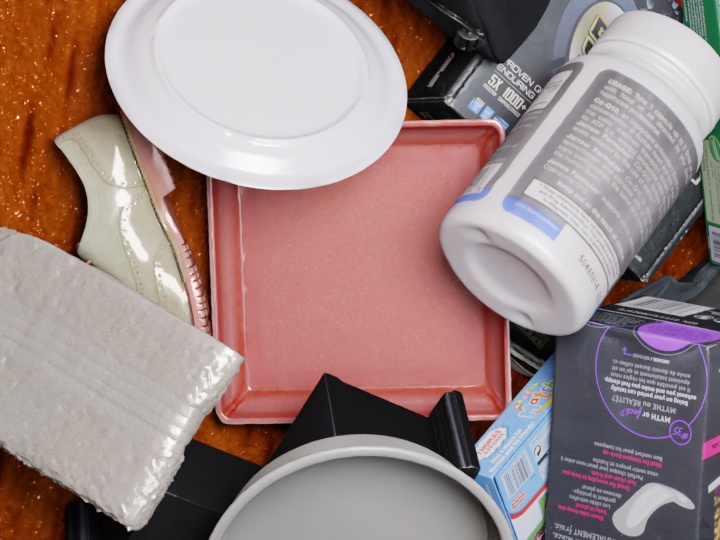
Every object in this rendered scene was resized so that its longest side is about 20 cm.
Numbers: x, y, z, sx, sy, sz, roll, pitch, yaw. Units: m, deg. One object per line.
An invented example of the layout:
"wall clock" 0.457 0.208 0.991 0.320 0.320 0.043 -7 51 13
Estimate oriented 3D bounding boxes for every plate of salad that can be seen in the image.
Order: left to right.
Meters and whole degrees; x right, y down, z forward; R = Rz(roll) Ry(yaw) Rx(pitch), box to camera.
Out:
"plate of salad" -0.069 -0.123 1.593 0.199 0.048 0.201 8 50 -10

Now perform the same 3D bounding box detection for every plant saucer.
"plant saucer" 0.000 0.000 1.636 0.199 0.037 0.201 -1 97 5

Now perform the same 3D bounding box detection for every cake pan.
"cake pan" -0.002 0.185 1.540 0.199 0.037 0.201 -3 120 -4

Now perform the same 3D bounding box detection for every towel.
"towel" -0.182 0.066 1.551 0.200 0.034 0.133 29 87 25

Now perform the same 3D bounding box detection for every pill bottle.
"pill bottle" 0.149 -0.066 1.573 0.114 0.114 0.200 46 66 -16

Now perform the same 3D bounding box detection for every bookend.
"bookend" -0.061 0.144 1.586 0.199 0.092 0.199 23 116 -19

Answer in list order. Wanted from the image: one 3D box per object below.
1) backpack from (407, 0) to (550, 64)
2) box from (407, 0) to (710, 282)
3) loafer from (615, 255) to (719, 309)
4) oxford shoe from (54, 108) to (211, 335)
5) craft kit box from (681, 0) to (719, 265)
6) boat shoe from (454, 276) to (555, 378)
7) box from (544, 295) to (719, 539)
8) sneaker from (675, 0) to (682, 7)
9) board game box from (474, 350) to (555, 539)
"backpack" 0.035 -0.254 1.593 0.154 0.200 0.163 -54 152 -15
"box" 0.160 -0.116 1.692 0.200 0.086 0.164 41 80 -17
"loafer" 0.252 0.027 1.726 0.200 0.073 0.072 -27 79 -25
"oxford shoe" -0.145 -0.007 1.608 0.074 0.071 0.201 -16 90 -5
"craft kit box" 0.320 -0.120 1.684 0.197 0.048 0.201 -19 110 -27
"boat shoe" 0.084 0.003 1.685 0.200 0.064 0.071 40 81 -17
"box" 0.199 0.128 1.599 0.106 0.122 0.201 -10 107 -49
"sneaker" 0.297 -0.165 1.737 0.200 0.085 0.077 40 79 -18
"board game box" 0.146 0.161 1.670 0.151 0.037 0.200 -46 130 -33
